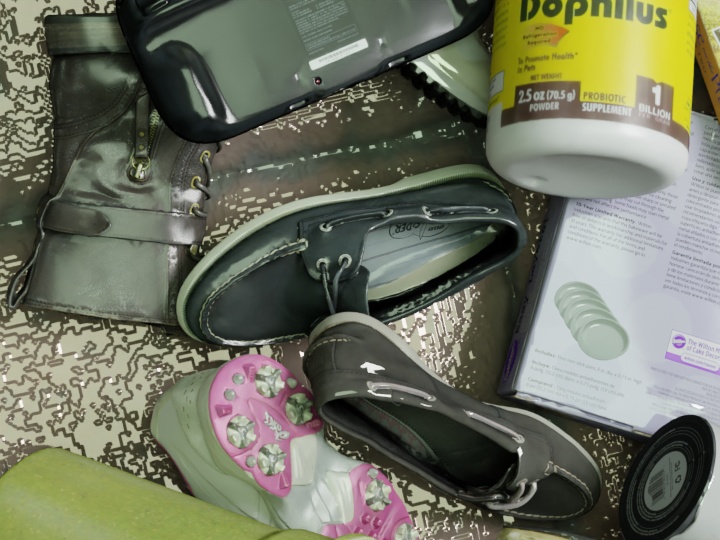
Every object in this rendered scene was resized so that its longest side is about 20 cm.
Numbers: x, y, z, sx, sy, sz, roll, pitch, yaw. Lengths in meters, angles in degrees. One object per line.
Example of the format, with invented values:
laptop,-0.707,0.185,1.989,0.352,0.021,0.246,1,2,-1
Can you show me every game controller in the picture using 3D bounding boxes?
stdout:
game controller,-0.027,-0.145,1.556,0.199,0.042,0.105,-24,99,-13

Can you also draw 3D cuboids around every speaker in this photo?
speaker,0.241,0.156,1.596,0.199,0.081,0.082,28,83,-24

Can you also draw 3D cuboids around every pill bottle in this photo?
pill bottle,0.126,-0.147,1.569,0.109,0.109,0.201,6,76,-8

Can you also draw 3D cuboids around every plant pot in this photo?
plant pot,-0.113,0.187,1.510,0.184,0.200,0.201,27,83,21

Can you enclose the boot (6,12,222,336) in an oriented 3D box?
boot,-0.092,-0.052,1.599,0.199,0.069,0.175,1,94,-8

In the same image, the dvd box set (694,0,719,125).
dvd box set,0.248,-0.156,1.639,0.146,0.029,0.201,-15,79,-17

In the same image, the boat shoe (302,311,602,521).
boat shoe,0.049,0.096,1.582,0.200,0.057,0.067,33,128,-24

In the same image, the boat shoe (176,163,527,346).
boat shoe,0.001,0.002,1.586,0.198,0.066,0.075,-15,123,-19

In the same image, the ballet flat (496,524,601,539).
ballet flat,0.154,0.187,1.562,0.199,0.066,0.057,29,81,-23

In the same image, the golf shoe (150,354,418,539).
golf shoe,-0.038,0.127,1.594,0.200,0.091,0.075,55,52,-22

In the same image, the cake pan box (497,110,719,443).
cake pan box,0.195,0.011,1.635,0.199,0.052,0.185,16,83,-8

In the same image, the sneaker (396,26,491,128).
sneaker,0.033,-0.162,1.612,0.200,0.070,0.094,39,88,-2
